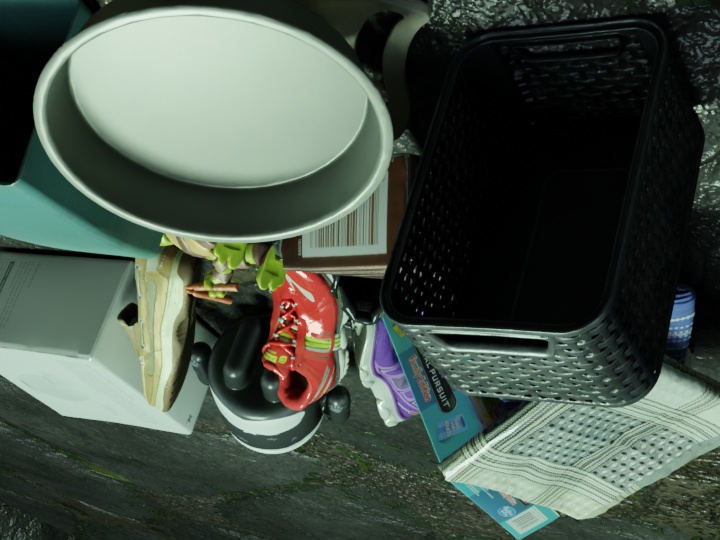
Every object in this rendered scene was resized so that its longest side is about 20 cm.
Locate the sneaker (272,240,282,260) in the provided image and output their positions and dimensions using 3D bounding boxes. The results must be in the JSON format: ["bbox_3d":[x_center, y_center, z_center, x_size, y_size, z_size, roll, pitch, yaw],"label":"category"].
[{"bbox_3d":[-0.037,-0.058,0.883,0.072,0.072,0.200,-9,165,-9],"label":"sneaker"}]

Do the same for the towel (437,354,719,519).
[{"bbox_3d":[0.189,0.134,0.887,0.200,0.035,0.192,23,127,-40],"label":"towel"}]

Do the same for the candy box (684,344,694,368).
[{"bbox_3d":[0.167,0.051,0.959,0.167,0.072,0.200,-1,150,34],"label":"candy box"}]

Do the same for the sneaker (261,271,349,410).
[{"bbox_3d":[-0.057,0.059,1.072,0.077,0.085,0.201,24,142,31],"label":"sneaker"}]

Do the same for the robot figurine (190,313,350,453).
[{"bbox_3d":[-0.098,0.121,1.237,0.151,0.124,0.200,54,166,22],"label":"robot figurine"}]

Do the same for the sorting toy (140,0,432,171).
[{"bbox_3d":[-0.051,-0.132,0.706,0.179,0.107,0.200,6,146,-4],"label":"sorting toy"}]

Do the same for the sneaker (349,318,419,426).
[{"bbox_3d":[0.040,0.082,1.141,0.083,0.081,0.200,-15,146,8],"label":"sneaker"}]

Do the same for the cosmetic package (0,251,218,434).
[{"bbox_3d":[-0.297,0.081,1.285,0.199,0.123,0.199,5,153,29],"label":"cosmetic package"}]

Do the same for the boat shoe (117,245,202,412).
[{"bbox_3d":[-0.209,0.055,1.166,0.076,0.072,0.201,13,121,1],"label":"boat shoe"}]

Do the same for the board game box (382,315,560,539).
[{"bbox_3d":[0.094,0.121,1.022,0.047,0.201,0.151,-32,138,12],"label":"board game box"}]

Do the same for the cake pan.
[{"bbox_3d":[-0.080,-0.087,0.647,0.199,0.037,0.201,2,146,1],"label":"cake pan"}]

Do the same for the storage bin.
[{"bbox_3d":[0.109,-0.034,0.661,0.135,0.201,0.094,1,150,33],"label":"storage bin"}]

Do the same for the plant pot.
[{"bbox_3d":[-0.230,-0.089,0.866,0.141,0.142,0.200,6,161,25],"label":"plant pot"}]

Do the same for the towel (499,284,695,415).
[{"bbox_3d":[0.172,0.064,0.869,0.144,0.024,0.200,-2,149,8],"label":"towel"}]

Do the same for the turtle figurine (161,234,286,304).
[{"bbox_3d":[-0.134,-0.025,1.014,0.161,0.065,0.200,15,153,45],"label":"turtle figurine"}]

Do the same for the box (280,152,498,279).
[{"bbox_3d":[0.048,-0.029,0.780,0.100,0.075,0.200,-1,174,36],"label":"box"}]

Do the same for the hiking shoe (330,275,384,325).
[{"bbox_3d":[0.000,0.000,0.932,0.075,0.101,0.200,17,156,3],"label":"hiking shoe"}]
